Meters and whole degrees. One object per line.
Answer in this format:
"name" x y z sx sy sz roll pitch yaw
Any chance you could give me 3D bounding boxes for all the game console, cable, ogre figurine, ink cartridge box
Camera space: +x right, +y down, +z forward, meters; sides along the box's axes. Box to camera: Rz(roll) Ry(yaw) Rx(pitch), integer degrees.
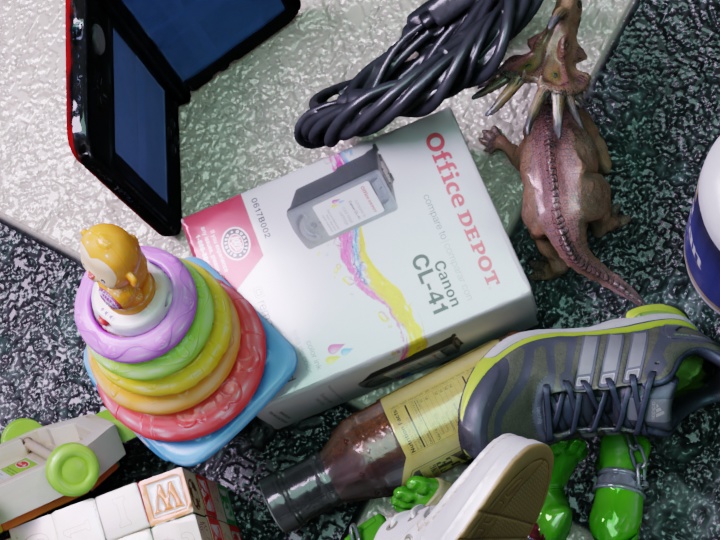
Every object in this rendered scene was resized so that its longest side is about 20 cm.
"game console" -0.109 -0.131 0.927 0.118 0.200 0.173 -6 75 8
"cable" 0.043 -0.133 0.927 0.200 0.163 0.051 -33 109 10
"ogre figurine" 0.099 0.180 0.875 0.200 0.098 0.120 -11 56 -9
"ink cartridge box" 0.000 0.000 0.937 0.200 0.086 0.148 -24 73 4

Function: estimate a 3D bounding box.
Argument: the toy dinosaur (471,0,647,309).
"toy dinosaur" 0.129 -0.068 0.908 0.086 0.136 0.200 -16 74 5

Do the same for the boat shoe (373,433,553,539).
"boat shoe" 0.036 0.168 0.814 0.069 0.071 0.200 43 107 39

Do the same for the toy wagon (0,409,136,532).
"toy wagon" -0.213 0.127 0.905 0.200 0.155 0.040 -23 100 -23

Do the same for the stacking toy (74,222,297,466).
"stacking toy" -0.120 0.026 0.798 0.110 0.200 0.116 -43 69 -11

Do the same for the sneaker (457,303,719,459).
"sneaker" 0.148 0.072 0.853 0.200 0.081 0.074 -18 113 -26

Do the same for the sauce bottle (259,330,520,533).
"sauce bottle" 0.030 0.110 0.917 0.200 0.066 0.066 -27 73 4

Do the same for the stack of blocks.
"stack of blocks" -0.185 0.193 0.901 0.200 0.115 0.059 -20 74 4

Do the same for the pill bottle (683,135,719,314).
"pill bottle" 0.259 -0.037 0.846 0.111 0.200 0.111 -2 75 8
